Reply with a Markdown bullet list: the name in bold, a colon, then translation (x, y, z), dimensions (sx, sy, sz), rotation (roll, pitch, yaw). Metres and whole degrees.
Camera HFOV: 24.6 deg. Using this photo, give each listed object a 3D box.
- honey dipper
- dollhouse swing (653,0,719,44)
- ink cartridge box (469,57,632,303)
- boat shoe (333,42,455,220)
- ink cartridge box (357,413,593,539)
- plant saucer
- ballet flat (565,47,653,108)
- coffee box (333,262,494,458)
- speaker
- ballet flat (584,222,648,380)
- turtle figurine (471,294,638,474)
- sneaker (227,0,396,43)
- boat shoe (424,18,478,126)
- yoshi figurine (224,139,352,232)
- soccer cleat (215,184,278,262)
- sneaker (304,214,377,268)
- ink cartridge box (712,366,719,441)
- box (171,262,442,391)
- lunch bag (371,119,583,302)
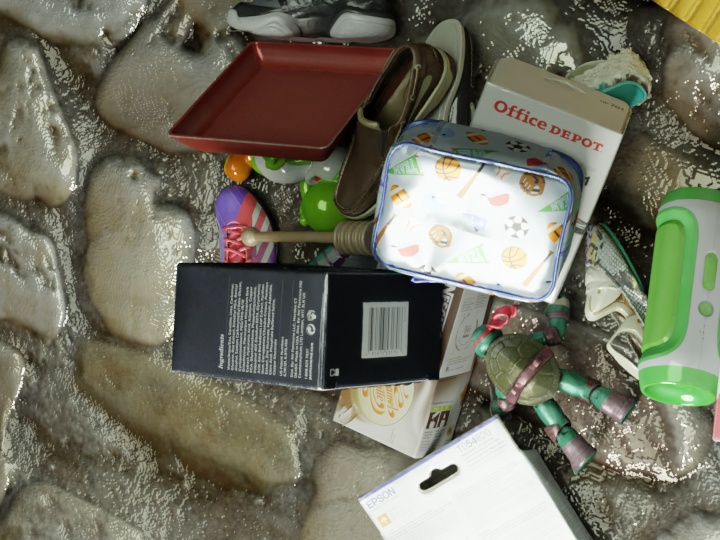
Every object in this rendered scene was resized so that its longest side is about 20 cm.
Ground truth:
- **honey dipper**: translation (-0.058, -0.037, 1.780), dimensions (0.200, 0.038, 0.038), rotation (3, 93, 42)
- **dollhouse swing**: translation (0.335, -0.320, 1.554), dimensions (0.200, 0.176, 0.182), rotation (38, 108, 22)
- **ink cartridge box**: translation (0.167, -0.091, 1.653), dimensions (0.146, 0.086, 0.200), rotation (22, 120, 6)
- **boat shoe**: translation (0.018, -0.150, 1.720), dimensions (0.075, 0.075, 0.203), rotation (34, 103, 36)
- **ink cartridge box**: translation (0.127, 0.276, 1.738), dimensions (0.199, 0.041, 0.200), rotation (-33, 86, 25)
- **plant saucer**: translation (-0.076, -0.181, 1.794), dimensions (0.200, 0.200, 0.037), rotation (6, 130, 28)
- **ballet flat**: translation (0.209, -0.170, 1.698), dimensions (0.200, 0.072, 0.072), rotation (-22, 80, 25)
- **coffee box**: translation (0.060, 0.085, 1.762), dimensions (0.114, 0.080, 0.200), rotation (22, 102, 30)
- **speaker**: translation (0.317, 0.025, 1.587), dimensions (0.088, 0.088, 0.200), rotation (0, 68, 29)
- **ballet flat**: translation (0.266, 0.045, 1.652), dimensions (0.072, 0.072, 0.200), rotation (-38, 75, 24)
- **turtle figurine**: translation (0.178, 0.107, 1.696), dimensions (0.200, 0.101, 0.150), rotation (42, 113, 14)
- **sneaker**: translation (-0.051, -0.312, 1.825), dimensions (0.200, 0.075, 0.114), rotation (5, 93, 23)
- **boat shoe**: translation (0.095, -0.165, 1.754), dimensions (0.074, 0.060, 0.200), rotation (-6, 75, 51)
- **yoshi figurine**: translation (-0.072, -0.101, 1.825), dimensions (0.200, 0.112, 0.112), rotation (21, 111, 25)
- **soccer cleat**: translation (-0.131, -0.003, 1.872), dimensions (0.068, 0.073, 0.200), rotation (-17, 83, 28)
- **sneaker**: translation (0.000, 0.000, 1.815), dimensions (0.200, 0.074, 0.088), rotation (-37, 93, 30)
- **ink cartridge box**: translation (0.392, 0.058, 1.545), dimensions (0.085, 0.146, 0.200), rotation (5, 94, 23)
- **box**: translation (-0.053, 0.053, 1.671), dimensions (0.200, 0.197, 0.118), rotation (3, 91, 37)
- **lunch bag**: translation (0.108, -0.054, 1.598), dimensions (0.200, 0.076, 0.161), rotation (14, 120, 10)
